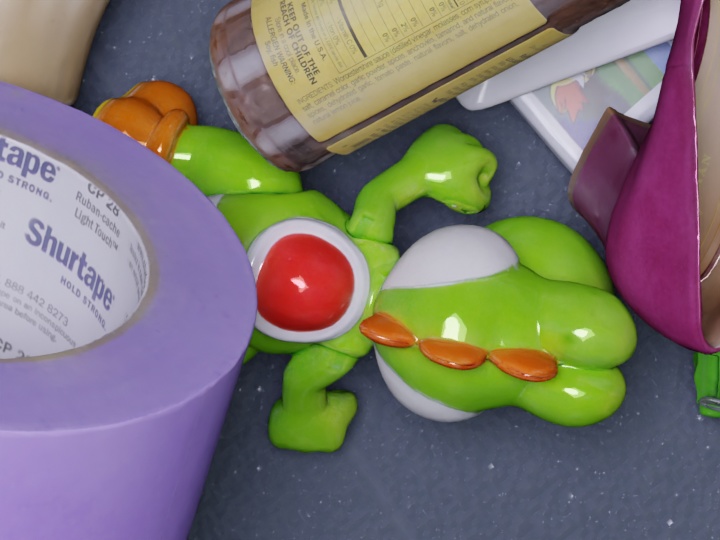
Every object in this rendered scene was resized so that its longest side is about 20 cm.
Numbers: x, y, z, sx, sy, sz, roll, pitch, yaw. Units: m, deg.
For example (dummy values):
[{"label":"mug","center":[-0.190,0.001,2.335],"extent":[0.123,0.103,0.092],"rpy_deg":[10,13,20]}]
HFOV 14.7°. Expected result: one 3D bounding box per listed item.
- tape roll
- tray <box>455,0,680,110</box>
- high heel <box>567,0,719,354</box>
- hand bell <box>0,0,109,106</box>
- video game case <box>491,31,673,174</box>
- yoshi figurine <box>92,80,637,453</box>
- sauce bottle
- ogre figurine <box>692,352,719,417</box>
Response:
[{"label":"tape roll","center":[-0.136,0.021,0.836],"extent":[0.199,0.200,0.085],"rpy_deg":[21,119,3]},{"label":"tray","center":[0.041,-0.140,0.894],"extent":[0.107,0.022,0.200],"rpy_deg":[-19,132,18]},{"label":"high heel","center":[0.134,-0.073,0.881],"extent":[0.067,0.096,0.201],"rpy_deg":[7,118,-27]},{"label":"hand bell","center":[-0.128,-0.028,0.962],"extent":[0.104,0.104,0.201],"rpy_deg":[8,101,3]},{"label":"video game case","center":[0.080,-0.166,0.976],"extent":[0.182,0.022,0.200],"rpy_deg":[-41,88,1]},{"label":"yoshi figurine","center":[0.003,0.004,0.954],"extent":[0.199,0.113,0.112],"rpy_deg":[18,53,16]},{"label":"sauce bottle","center":[0.047,-0.098,0.876],"extent":[0.199,0.065,0.065],"rpy_deg":[-26,87,23]},{"label":"ogre figurine","center":[0.197,-0.027,0.927],"extent":[0.119,0.098,0.201],"rpy_deg":[16,97,-6]}]
